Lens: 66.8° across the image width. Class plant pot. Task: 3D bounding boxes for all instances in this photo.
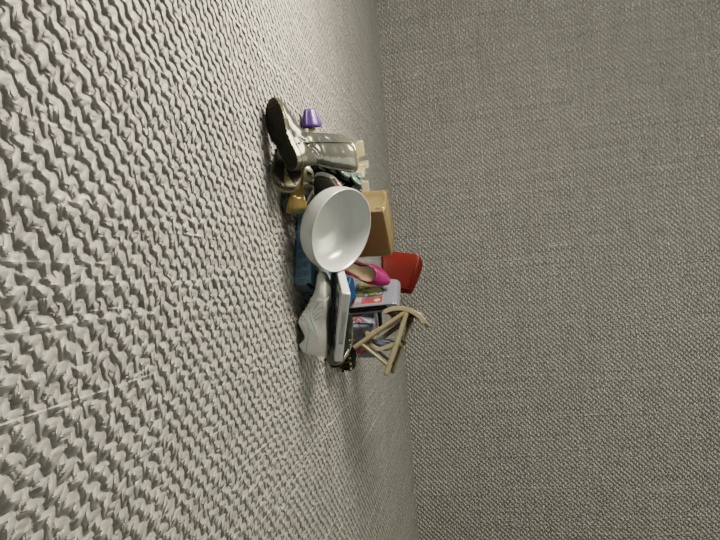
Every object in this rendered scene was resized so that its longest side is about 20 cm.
[{"bbox_3d":[0.208,0.017,2.838,0.200,0.197,0.178,53,45,-71],"label":"plant pot"}]

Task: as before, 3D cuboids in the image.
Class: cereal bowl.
[{"bbox_3d":[-0.069,-0.102,1.274,0.199,0.083,0.202,-28,129,-41],"label":"cereal bowl"}]

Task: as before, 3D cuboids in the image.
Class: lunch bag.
[{"bbox_3d":[0.010,0.162,1.823,0.201,0.125,0.171,-88,173,-51],"label":"lunch bag"}]

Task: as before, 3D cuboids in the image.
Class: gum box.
[{"bbox_3d":[-0.121,-0.035,1.399,0.170,0.044,0.202,57,30,-67],"label":"gum box"}]

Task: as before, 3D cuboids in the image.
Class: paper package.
[{"bbox_3d":[0.007,-0.147,1.755,0.201,0.188,0.104,74,20,-45],"label":"paper package"}]

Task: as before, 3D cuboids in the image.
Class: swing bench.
[{"bbox_3d":[0.100,0.192,1.624,0.201,0.129,0.199,-53,166,-2],"label":"swing bench"}]

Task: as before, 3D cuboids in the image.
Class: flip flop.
[{"bbox_3d":[-0.157,-0.231,1.233,0.201,0.080,0.058,-85,-171,-46],"label":"flip flop"}]

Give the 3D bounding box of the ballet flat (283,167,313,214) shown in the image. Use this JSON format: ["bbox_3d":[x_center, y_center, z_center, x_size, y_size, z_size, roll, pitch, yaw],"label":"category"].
[{"bbox_3d":[-0.141,-0.210,1.304,0.069,0.062,0.202,109,-12,-55],"label":"ballet flat"}]

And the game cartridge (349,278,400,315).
[{"bbox_3d":[0.029,0.082,1.748,0.134,0.198,0.041,-80,160,-55],"label":"game cartridge"}]

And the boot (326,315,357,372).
[{"bbox_3d":[-0.047,0.251,1.612,0.204,0.073,0.155,-77,162,-56],"label":"boot"}]

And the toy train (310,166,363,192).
[{"bbox_3d":[-0.075,-0.263,1.431,0.199,0.085,0.115,22,34,-45],"label":"toy train"}]

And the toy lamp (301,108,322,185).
[{"bbox_3d":[-0.125,-0.335,1.485,0.058,0.057,0.202,-59,144,-73],"label":"toy lamp"}]

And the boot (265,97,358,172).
[{"bbox_3d":[-0.103,-0.299,1.223,0.199,0.072,0.184,-17,86,-43],"label":"boot"}]

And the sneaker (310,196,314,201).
[{"bbox_3d":[-0.099,-0.191,1.517,0.072,0.082,0.200,56,47,-21],"label":"sneaker"}]

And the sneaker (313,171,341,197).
[{"bbox_3d":[-0.081,-0.143,1.344,0.082,0.076,0.201,-65,154,-45],"label":"sneaker"}]

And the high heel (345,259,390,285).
[{"bbox_3d":[0.000,0.000,1.681,0.068,0.199,0.096,-60,180,9],"label":"high heel"}]

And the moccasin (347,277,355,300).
[{"bbox_3d":[-0.057,0.062,1.660,0.200,0.067,0.081,-26,104,-80],"label":"moccasin"}]

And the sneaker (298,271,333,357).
[{"bbox_3d":[-0.108,0.102,1.289,0.070,0.079,0.203,23,70,-77],"label":"sneaker"}]

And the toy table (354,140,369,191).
[{"bbox_3d":[-0.036,-0.330,1.811,0.201,0.116,0.185,-81,163,-55],"label":"toy table"}]

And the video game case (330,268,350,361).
[{"bbox_3d":[-0.057,0.087,1.325,0.200,0.023,0.184,-108,-157,-62],"label":"video game case"}]
